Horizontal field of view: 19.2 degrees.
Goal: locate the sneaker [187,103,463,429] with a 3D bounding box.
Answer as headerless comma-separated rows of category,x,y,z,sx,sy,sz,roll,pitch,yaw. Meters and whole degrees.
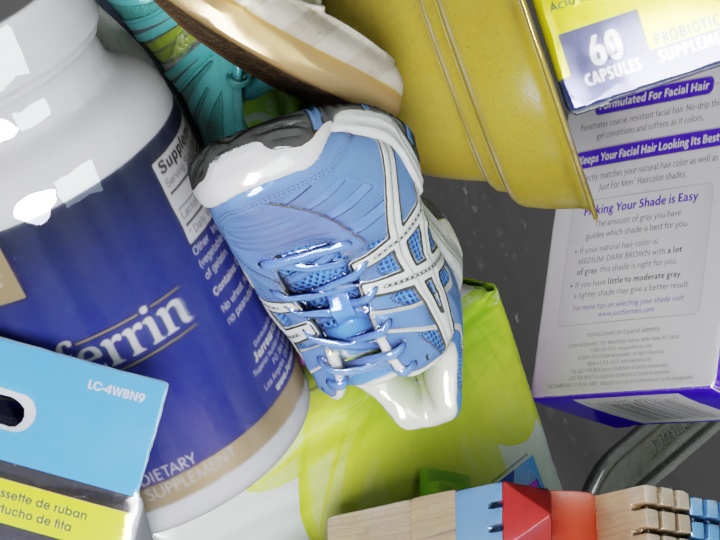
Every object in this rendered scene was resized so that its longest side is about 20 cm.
sneaker,0.000,0.000,0.787,0.200,0.075,0.077,39,35,-61

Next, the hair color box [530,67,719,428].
hair color box,0.144,-0.035,0.942,0.065,0.109,0.201,18,74,-38

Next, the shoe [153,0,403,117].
shoe,-0.061,-0.119,0.754,0.200,0.070,0.053,33,87,-16

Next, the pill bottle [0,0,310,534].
pill bottle,-0.106,-0.010,0.789,0.116,0.116,0.200,-37,117,-25

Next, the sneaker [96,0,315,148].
sneaker,-0.053,-0.098,0.834,0.077,0.080,0.200,-42,119,-23

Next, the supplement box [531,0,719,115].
supplement box,0.103,-0.174,0.838,0.108,0.110,0.201,-18,95,8

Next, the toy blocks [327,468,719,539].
toy blocks,0.087,0.120,0.838,0.200,0.137,0.100,14,68,-38

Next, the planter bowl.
planter bowl,0.026,-0.103,0.860,0.083,0.201,0.201,-19,114,6

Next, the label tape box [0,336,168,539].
label tape box,-0.152,0.119,0.763,0.143,0.066,0.201,14,88,8

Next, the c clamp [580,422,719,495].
c clamp,0.192,0.128,1.084,0.200,0.027,0.171,-29,115,-29

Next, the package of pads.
package of pads,-0.007,0.105,0.910,0.200,0.068,0.155,-33,116,-27
